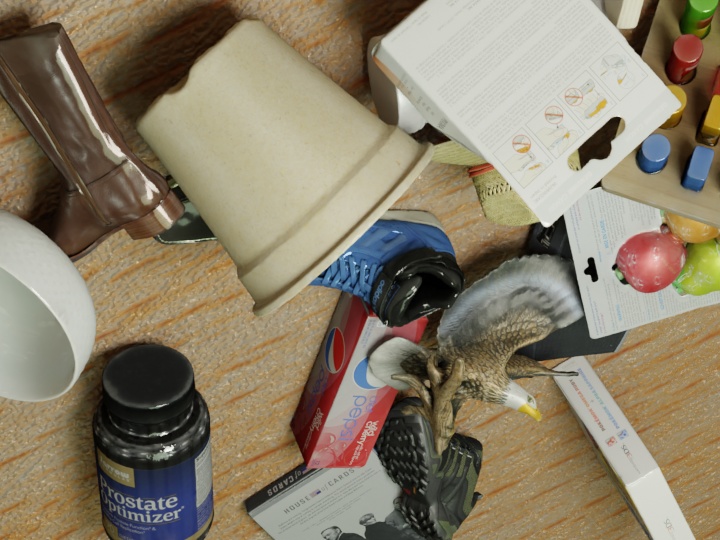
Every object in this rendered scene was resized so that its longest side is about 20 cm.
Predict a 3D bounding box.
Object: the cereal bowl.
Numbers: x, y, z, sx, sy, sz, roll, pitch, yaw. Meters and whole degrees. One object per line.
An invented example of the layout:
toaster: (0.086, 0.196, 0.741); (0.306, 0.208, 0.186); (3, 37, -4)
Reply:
cereal bowl: (-0.303, 0.014, 1.410); (0.199, 0.083, 0.201); (18, 140, 16)

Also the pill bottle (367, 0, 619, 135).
pill bottle: (0.112, -0.177, 1.444); (0.199, 0.112, 0.113); (-14, 133, -12)

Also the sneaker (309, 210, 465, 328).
sneaker: (0.000, -0.001, 1.547); (0.199, 0.111, 0.077); (1, 128, -24)

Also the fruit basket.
fruit basket: (0.294, -0.031, 1.570); (0.199, 0.094, 0.186); (-13, 132, 8)

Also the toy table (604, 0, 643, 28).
toy table: (0.218, -0.305, 1.377); (0.199, 0.117, 0.184); (-13, 132, -11)

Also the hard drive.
hard drive: (0.227, 0.007, 1.690); (0.134, 0.042, 0.201); (-5, 130, -20)

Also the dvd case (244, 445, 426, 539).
dvd case: (-0.014, 0.266, 1.832); (0.150, 0.025, 0.200); (-33, 133, 6)

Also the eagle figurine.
eagle figurine: (0.125, 0.086, 1.615); (0.151, 0.200, 0.151); (-20, 107, 49)

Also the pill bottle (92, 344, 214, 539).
pill bottle: (-0.197, 0.171, 1.610); (0.111, 0.112, 0.201); (-11, 132, -14)

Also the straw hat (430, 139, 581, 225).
straw hat: (0.146, -0.084, 1.478); (0.200, 0.201, 0.085); (-14, 91, -12)

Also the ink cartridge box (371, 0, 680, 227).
ink cartridge box: (0.133, -0.155, 1.363); (0.162, 0.200, 0.050); (-41, 180, -14)

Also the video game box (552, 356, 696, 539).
video game box: (0.286, 0.210, 1.805); (0.047, 0.183, 0.200); (-30, 135, 3)

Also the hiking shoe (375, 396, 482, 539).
hiking shoe: (0.079, 0.194, 1.786); (0.101, 0.076, 0.201); (-43, 138, -31)

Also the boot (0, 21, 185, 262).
boot: (-0.258, -0.105, 1.377); (0.186, 0.064, 0.200); (-15, 123, 36)

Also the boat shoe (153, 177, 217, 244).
boat shoe: (-0.090, -0.060, 1.488); (0.200, 0.066, 0.072); (-15, 134, -11)

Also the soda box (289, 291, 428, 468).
soda box: (-0.004, 0.104, 1.670); (0.070, 0.064, 0.201); (3, 127, -26)

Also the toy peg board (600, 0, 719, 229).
toy peg board: (0.331, -0.142, 1.454); (0.098, 0.199, 0.200); (59, 49, -79)

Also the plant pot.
plant pot: (-0.074, -0.097, 1.366); (0.200, 0.201, 0.184); (-42, 98, 14)
